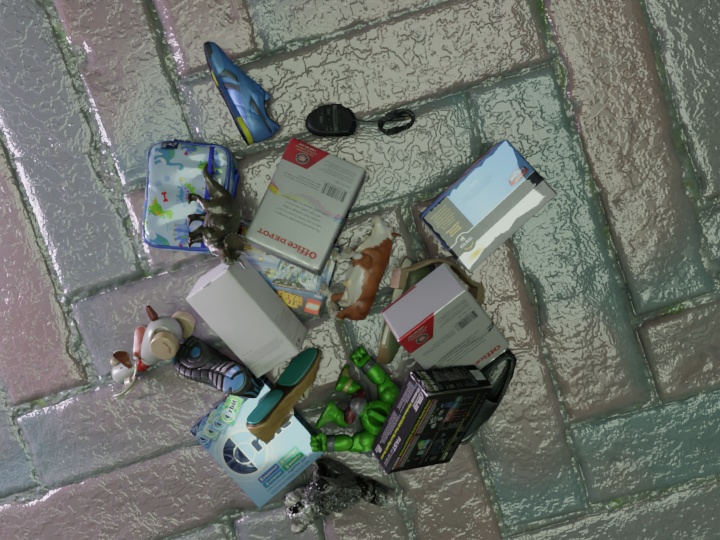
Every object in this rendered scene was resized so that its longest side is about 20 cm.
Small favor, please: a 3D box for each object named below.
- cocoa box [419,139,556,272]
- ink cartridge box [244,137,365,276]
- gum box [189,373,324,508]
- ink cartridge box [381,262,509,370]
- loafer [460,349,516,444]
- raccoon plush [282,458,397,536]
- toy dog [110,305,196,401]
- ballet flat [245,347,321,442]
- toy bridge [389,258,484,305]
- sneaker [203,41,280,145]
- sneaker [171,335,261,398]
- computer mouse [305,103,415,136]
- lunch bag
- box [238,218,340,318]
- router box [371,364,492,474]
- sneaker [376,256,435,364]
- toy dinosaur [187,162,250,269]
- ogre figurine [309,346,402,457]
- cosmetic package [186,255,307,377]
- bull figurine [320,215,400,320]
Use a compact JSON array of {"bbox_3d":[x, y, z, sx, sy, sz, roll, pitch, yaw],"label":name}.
[{"bbox_3d":[0.217,-0.114,1.418,0.200,0.133,0.131,-43,92,6],"label":"cocoa box"},{"bbox_3d":[-0.097,-0.110,1.432,0.145,0.083,0.201,24,82,2],"label":"ink cartridge box"},{"bbox_3d":[-0.191,0.316,1.524,0.170,0.045,0.200,-42,93,5],"label":"gum box"},{"bbox_3d":[0.152,0.104,1.418,0.144,0.084,0.200,-38,133,5],"label":"ink cartridge box"},{"bbox_3d":[0.222,0.233,1.485,0.068,0.070,0.201,29,96,0],"label":"loafer"},{"bbox_3d":[-0.046,0.448,1.513,0.199,0.097,0.134,26,104,-1],"label":"raccoon plush"},{"bbox_3d":[-0.399,0.132,1.475,0.200,0.132,0.096,-39,103,5],"label":"toy dog"},{"bbox_3d":[-0.133,0.229,1.482,0.200,0.069,0.063,-48,123,-27],"label":"ballet flat"},{"bbox_3d":[0.144,0.015,1.443,0.199,0.027,0.067,11,86,-31],"label":"toy bridge"},{"bbox_3d":[-0.213,-0.326,1.455,0.078,0.066,0.201,-28,94,-7],"label":"sneaker"},{"bbox_3d":[-0.268,0.185,1.483,0.200,0.082,0.073,26,80,34],"label":"sneaker"},{"bbox_3d":[0.000,-0.269,1.468,0.199,0.034,0.059,0,79,-3],"label":"computer mouse"},{"bbox_3d":[-0.304,-0.133,1.458,0.160,0.082,0.201,7,89,3],"label":"lunch bag"},{"bbox_3d":[-0.150,-0.005,1.492,0.199,0.040,0.137,17,95,1],"label":"box"},{"bbox_3d":[0.123,0.262,1.425,0.149,0.062,0.200,-1,127,-36],"label":"router box"},{"bbox_3d":[0.094,0.082,1.473,0.090,0.067,0.201,15,90,4],"label":"sneaker"},{"bbox_3d":[-0.246,-0.085,1.389,0.102,0.077,0.201,0,65,-12],"label":"toy dinosaur"},{"bbox_3d":[-0.002,0.256,1.479,0.120,0.098,0.200,28,59,-2],"label":"ogre figurine"},{"bbox_3d":[-0.201,0.080,1.448,0.107,0.085,0.200,-30,108,22],"label":"cosmetic package"},{"bbox_3d":[0.000,0.000,1.456,0.121,0.065,0.201,3,107,-41],"label":"bull figurine"}]
